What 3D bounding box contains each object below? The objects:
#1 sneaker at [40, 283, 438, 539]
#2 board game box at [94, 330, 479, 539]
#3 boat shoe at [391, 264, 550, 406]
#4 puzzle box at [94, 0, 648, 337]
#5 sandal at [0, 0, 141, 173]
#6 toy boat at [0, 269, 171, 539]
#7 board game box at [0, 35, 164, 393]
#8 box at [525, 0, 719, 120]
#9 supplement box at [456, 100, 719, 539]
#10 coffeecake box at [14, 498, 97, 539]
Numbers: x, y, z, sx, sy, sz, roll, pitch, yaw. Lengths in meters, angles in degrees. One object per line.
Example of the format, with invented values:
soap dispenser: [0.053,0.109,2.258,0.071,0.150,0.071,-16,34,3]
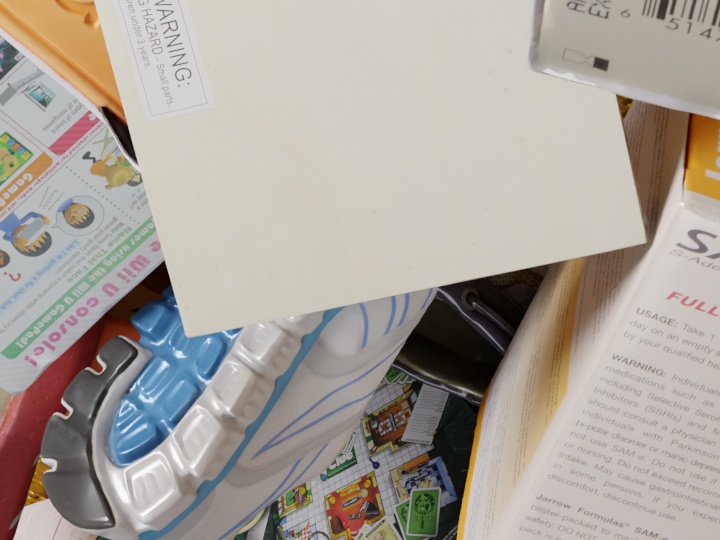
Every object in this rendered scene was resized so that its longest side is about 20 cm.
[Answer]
sneaker: [-0.016,0.017,0.946,0.075,0.200,0.087,41,175,35]
board game box: [-0.029,0.099,1.084,0.105,0.023,0.200,46,117,8]
boat shoe: [0.000,0.000,1.002,0.200,0.065,0.072,22,148,-8]
puzzle box: [-0.007,-0.089,0.774,0.133,0.025,0.200,-11,108,7]
sandal: [-0.043,-0.052,0.828,0.207,0.059,0.079,31,108,-31]
toy boat: [-0.121,0.025,1.074,0.131,0.131,0.200,-7,154,-19]
board game box: [-0.126,-0.075,0.874,0.148,0.064,0.200,-41,123,13]
box: [0.104,-0.130,0.624,0.095,0.200,0.078,13,148,5]
supplement box: [0.096,0.024,0.885,0.073,0.126,0.200,20,130,-5]
coffeecake box: [-0.082,0.163,1.284,0.153,0.073,0.200,38,143,-29]
